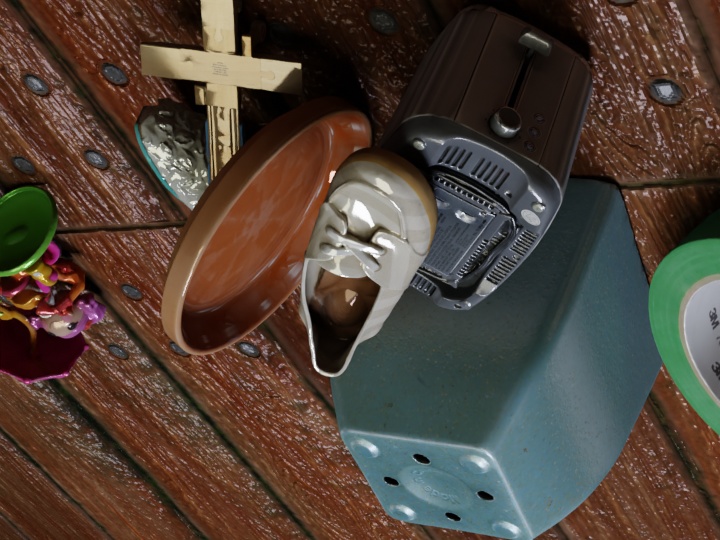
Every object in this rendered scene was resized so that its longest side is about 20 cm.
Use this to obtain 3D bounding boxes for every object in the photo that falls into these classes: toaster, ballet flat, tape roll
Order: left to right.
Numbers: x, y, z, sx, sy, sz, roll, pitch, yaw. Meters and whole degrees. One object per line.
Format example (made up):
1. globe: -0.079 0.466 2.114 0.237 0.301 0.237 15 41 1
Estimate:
1. ballet flat: -0.092 -0.063 1.175 0.071 0.072 0.200 3 148 30
2. toaster: 0.067 -0.068 0.992 0.113 0.130 0.200 27 148 -3
3. tape roll: 0.280 0.051 1.031 0.200 0.048 0.201 37 150 26

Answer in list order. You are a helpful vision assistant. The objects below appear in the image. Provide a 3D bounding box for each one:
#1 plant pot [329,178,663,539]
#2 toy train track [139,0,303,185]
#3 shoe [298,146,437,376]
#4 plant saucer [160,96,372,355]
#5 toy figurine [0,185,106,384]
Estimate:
1. plant pot: 0.084 0.072 1.118 0.194 0.201 0.196 5 144 28
2. toy train track: -0.089 -0.105 1.086 0.113 0.033 0.202 9 123 13
3. shoe: 0.000 0.000 0.961 0.069 0.054 0.201 22 148 3
4. plant saucer: -0.066 -0.033 1.076 0.032 0.200 0.201 37 152 17
5. toy figurine: -0.298 0.024 1.407 0.198 0.151 0.184 -22 145 19
